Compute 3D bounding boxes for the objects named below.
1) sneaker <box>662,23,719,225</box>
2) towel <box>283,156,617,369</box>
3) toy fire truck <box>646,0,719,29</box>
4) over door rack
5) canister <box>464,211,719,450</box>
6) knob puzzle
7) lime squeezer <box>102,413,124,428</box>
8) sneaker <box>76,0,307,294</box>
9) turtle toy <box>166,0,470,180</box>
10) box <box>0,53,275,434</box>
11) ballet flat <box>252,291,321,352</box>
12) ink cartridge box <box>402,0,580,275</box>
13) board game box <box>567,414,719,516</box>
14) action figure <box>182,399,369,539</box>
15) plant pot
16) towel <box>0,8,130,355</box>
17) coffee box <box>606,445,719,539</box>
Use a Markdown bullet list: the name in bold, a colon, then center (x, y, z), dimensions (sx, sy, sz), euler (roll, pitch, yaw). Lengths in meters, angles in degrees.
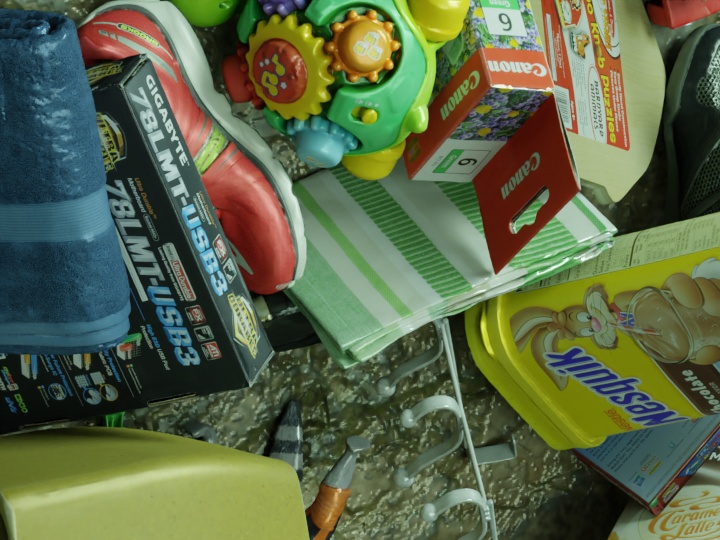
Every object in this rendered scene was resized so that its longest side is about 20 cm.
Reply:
- **sneaker**: center (0.254, -0.065, 1.811), dimensions (0.076, 0.114, 0.201), euler (12, 80, -42)
- **towel**: center (0.039, -0.025, 1.716), dimensions (0.199, 0.153, 0.023), euler (-24, 139, -19)
- **toy fire truck**: center (0.226, -0.199, 1.762), dimensions (0.049, 0.141, 0.201), euler (-22, 111, -20)
- **over door rack**: center (0.060, 0.134, 1.729), dimensions (0.066, 0.148, 0.200), euler (-18, 146, 9)
- **canister**: center (0.188, 0.037, 1.753), dimensions (0.149, 0.199, 0.087), euler (46, 43, -38)
- **knob puzzle**: center (0.139, -0.138, 1.754), dimensions (0.219, 0.030, 0.221), euler (28, 56, -53)
- **lime squeezer**: center (-0.139, 0.067, 1.695), dimensions (0.038, 0.071, 0.201), euler (-24, 145, -44)
- **sneaker**: center (-0.110, -0.063, 1.626), dimensions (0.200, 0.077, 0.085), euler (56, 43, -6)
- **turtle toy**: center (-0.036, -0.143, 1.641), dimensions (0.101, 0.200, 0.146), euler (-26, 149, -47)
- **box**: center (-0.175, -0.009, 1.595), dimensions (0.198, 0.050, 0.201), euler (-13, 114, 25)
- **ballet flat**: center (0.000, 0.000, 1.759), dimensions (0.199, 0.067, 0.057), euler (-24, 72, -20)
- **ink cartridge box**: center (0.064, -0.110, 1.663), dimensions (0.050, 0.109, 0.201), euler (2, 60, -29)
- **board game box**: center (0.226, 0.062, 1.848), dimensions (0.200, 0.103, 0.019), euler (-48, 141, -8)
- **action figure**: center (-0.025, 0.190, 1.759), dimensions (0.199, 0.105, 0.195), euler (0, 109, -1)
- **plant pot**: center (-0.134, 0.187, 1.598), dimensions (0.199, 0.194, 0.197), euler (-14, 100, -28)
- **towel**: center (-0.192, -0.046, 1.524), dimensions (0.111, 0.049, 0.201), euler (2, 118, 18)
- **coffee box**: center (0.225, 0.196, 1.817), dimensions (0.200, 0.114, 0.080), euler (-55, 139, -43)
